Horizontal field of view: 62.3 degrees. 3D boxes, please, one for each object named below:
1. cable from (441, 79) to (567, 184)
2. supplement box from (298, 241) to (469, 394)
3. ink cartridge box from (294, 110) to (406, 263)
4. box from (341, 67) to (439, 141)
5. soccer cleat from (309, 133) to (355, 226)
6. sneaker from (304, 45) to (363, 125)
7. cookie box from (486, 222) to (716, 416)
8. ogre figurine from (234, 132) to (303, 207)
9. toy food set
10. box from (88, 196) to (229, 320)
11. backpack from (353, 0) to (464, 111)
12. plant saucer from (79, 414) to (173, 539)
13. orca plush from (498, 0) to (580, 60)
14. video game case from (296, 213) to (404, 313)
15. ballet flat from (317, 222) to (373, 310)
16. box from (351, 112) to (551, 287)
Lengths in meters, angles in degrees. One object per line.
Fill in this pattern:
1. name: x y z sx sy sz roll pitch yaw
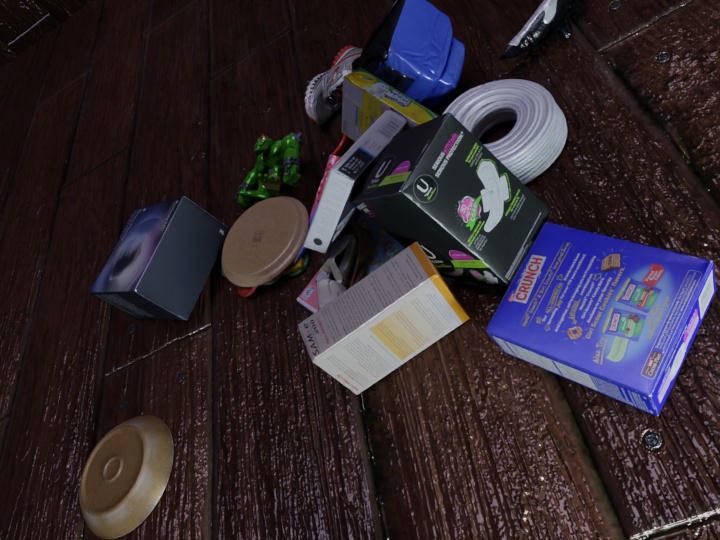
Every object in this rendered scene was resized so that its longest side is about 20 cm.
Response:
1. cable: 0.216 -0.215 0.934 0.199 0.069 0.201 -29 48 14
2. supplement box: 0.033 0.070 0.818 0.199 0.126 0.074 -35 47 7
3. ink cartridge box: -0.016 -0.119 0.910 0.043 0.200 0.198 32 46 3
4. box: 0.053 -0.233 0.975 0.048 0.118 0.200 -35 62 -27
5. soccer cleat: -0.046 -0.160 1.064 0.066 0.077 0.201 12 66 40
6. sneaker: -0.042 -0.379 1.214 0.082 0.078 0.201 23 74 40
7. cookie box: 0.280 0.047 0.705 0.199 0.075 0.172 21 73 41
8. ogre figurine: -0.171 -0.197 1.161 0.200 0.098 0.121 139 149 -61
9. toy food set: -0.175 -0.049 1.092 0.199 0.049 0.199 -16 52 23
10. box: -0.383 -0.020 1.136 0.197 0.123 0.201 -3 58 43
11. backpack: 0.073 -0.345 1.059 0.200 0.167 0.163 -30 33 59
12. plant saucer: -0.397 0.330 0.981 0.199 0.035 0.201 -18 51 23
13. orca plush: 0.326 -0.417 1.003 0.071 0.105 0.200 40 72 10
14. video game case: 0.000 0.000 0.963 0.143 0.017 0.200 29 78 43
15. ballet flat: -0.029 0.011 0.911 0.067 0.072 0.201 -1 59 34
16. box: 0.117 -0.084 0.791 0.125 0.200 0.148 -57 21 -14
